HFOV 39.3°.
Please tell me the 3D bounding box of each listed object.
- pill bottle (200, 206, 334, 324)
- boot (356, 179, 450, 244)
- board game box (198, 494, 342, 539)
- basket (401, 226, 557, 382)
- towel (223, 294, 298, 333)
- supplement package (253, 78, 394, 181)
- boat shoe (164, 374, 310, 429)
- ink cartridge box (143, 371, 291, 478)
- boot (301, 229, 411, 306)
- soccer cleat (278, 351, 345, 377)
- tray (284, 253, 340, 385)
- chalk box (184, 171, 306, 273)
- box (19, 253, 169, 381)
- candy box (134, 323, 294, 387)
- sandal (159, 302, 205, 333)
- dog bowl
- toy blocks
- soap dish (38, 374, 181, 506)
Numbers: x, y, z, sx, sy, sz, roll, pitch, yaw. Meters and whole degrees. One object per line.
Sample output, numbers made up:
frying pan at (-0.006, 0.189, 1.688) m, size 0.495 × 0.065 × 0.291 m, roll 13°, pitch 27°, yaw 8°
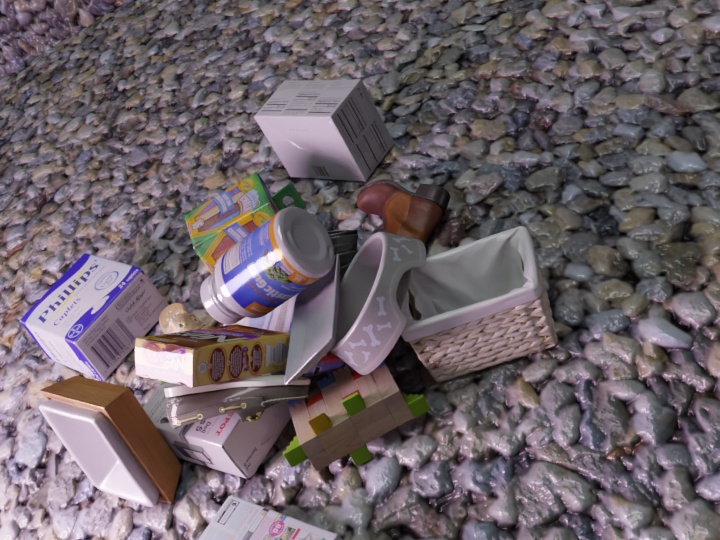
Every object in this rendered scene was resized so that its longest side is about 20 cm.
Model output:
pill bottle at (-0.142, 0.001, 1.471) m, size 0.200 × 0.112 × 0.112 m, roll -34°, pitch 30°, yaw 34°
boot at (0.038, -0.051, 1.665) m, size 0.187 × 0.069 × 0.201 m, roll 10°, pitch 59°, yaw 32°
board game box at (-0.124, 0.377, 1.255) m, size 0.199 × 0.064 × 0.148 m, roll 8°, pitch 52°, yaw 42°
basket at (0.161, 0.050, 1.387) m, size 0.199 × 0.124 × 0.136 m, roll -18°, pitch 37°, yaw 15°
towel at (-0.146, 0.066, 1.609) m, size 0.199 × 0.024 × 0.148 m, roll 1°, pitch 72°, yaw 44°
supplement package at (-0.067, -0.263, 1.886) m, size 0.199 × 0.156 × 0.111 m, roll 9°, pitch 52°, yaw 41°
boat shoe at (-0.166, 0.179, 1.384) m, size 0.200 × 0.061 × 0.072 m, roll -5°, pitch -3°, yaw -4°
ink cartridge box at (-0.214, 0.209, 1.496) m, size 0.199 × 0.084 × 0.146 m, roll 6°, pitch 49°, yaw 38°
boot at (0.000, 0.000, 1.515) m, size 0.199 × 0.133 × 0.070 m, roll -7°, pitch 0°, yaw -6°
soccer cleat at (-0.096, 0.137, 1.497) m, size 0.199 × 0.077 × 0.067 m, roll -1°, pitch 26°, yaw 33°
tray at (-0.060, 0.068, 1.405) m, size 0.107 × 0.022 × 0.200 m, roll -47°, pitch 22°, yaw 28°
chalk box at (-0.191, -0.077, 1.784) m, size 0.199 × 0.125 × 0.124 m, roll -30°, pitch 36°, yaw 3°
box at (-0.481, 0.080, 1.820) m, size 0.199 × 0.105 × 0.184 m, roll 11°, pitch 52°, yaw 43°
candy box at (-0.199, 0.116, 1.402) m, size 0.116 × 0.057 × 0.199 m, roll 6°, pitch 8°, yaw 36°
sandal at (-0.305, 0.099, 1.702) m, size 0.077 × 0.070 × 0.212 m, roll -37°, pitch 37°, yaw -9°
dog bowl at (0.015, 0.038, 1.369) m, size 0.201 × 0.058 × 0.200 m, roll -58°, pitch 16°, yaw 27°
toy blocks at (-0.018, 0.187, 1.392) m, size 0.199 × 0.100 × 0.137 m, roll -28°, pitch 26°, yaw 0°
soap dish at (-0.359, 0.244, 1.463) m, size 0.157 × 0.201 × 0.081 m, roll 5°, pitch 43°, yaw 39°
